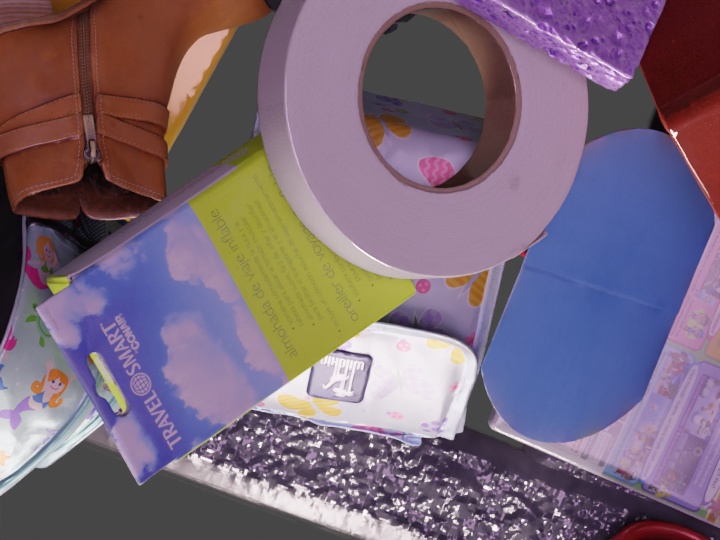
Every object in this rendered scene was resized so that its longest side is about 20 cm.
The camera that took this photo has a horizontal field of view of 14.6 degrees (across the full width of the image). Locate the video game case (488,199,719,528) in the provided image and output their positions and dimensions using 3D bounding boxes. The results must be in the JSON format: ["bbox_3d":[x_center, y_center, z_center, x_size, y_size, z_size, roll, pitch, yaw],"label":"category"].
[{"bbox_3d":[0.202,0.043,1.766,0.181,0.022,0.201,23,97,-8],"label":"video game case"}]

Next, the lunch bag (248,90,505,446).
[{"bbox_3d":[0.000,0.000,1.693,0.169,0.127,0.201,13,105,-3],"label":"lunch bag"}]

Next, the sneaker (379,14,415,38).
[{"bbox_3d":[0.036,-0.227,1.653,0.086,0.078,0.200,34,90,3],"label":"sneaker"}]

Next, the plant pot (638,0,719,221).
[{"bbox_3d":[0.259,-0.124,1.632,0.176,0.200,0.200,-26,131,11],"label":"plant pot"}]

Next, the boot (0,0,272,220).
[{"bbox_3d":[-0.125,-0.108,1.609,0.199,0.077,0.156,-4,60,-23],"label":"boot"}]

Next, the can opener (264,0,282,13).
[{"bbox_3d":[-0.020,-0.242,1.605,0.078,0.063,0.201,29,110,28],"label":"can opener"}]

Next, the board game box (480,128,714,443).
[{"bbox_3d":[0.134,0.005,1.704,0.158,0.039,0.201,15,99,-47],"label":"board game box"}]

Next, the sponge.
[{"bbox_3d":[0.140,-0.212,1.595,0.111,0.030,0.201,30,70,-12],"label":"sponge"}]

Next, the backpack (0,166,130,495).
[{"bbox_3d":[-0.213,0.034,1.633,0.150,0.200,0.177,34,122,-32],"label":"backpack"}]

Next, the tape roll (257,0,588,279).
[{"bbox_3d":[0.037,-0.095,1.581,0.202,0.037,0.204,0,89,-30],"label":"tape roll"}]

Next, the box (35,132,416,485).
[{"bbox_3d":[-0.079,0.014,1.567,0.200,0.048,0.122,-35,105,-21],"label":"box"}]

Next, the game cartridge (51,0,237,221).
[{"bbox_3d":[-0.181,-0.136,1.705,0.176,0.032,0.200,29,99,-9],"label":"game cartridge"}]

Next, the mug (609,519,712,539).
[{"bbox_3d":[0.215,0.263,1.755,0.199,0.133,0.178,13,101,-10],"label":"mug"}]
